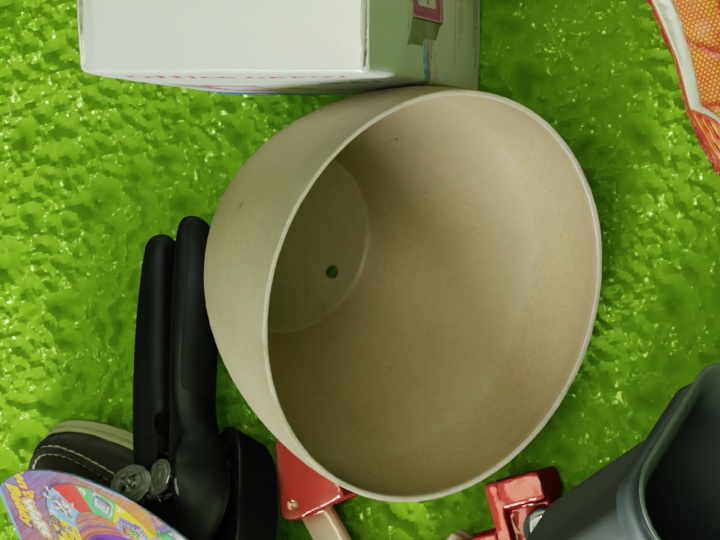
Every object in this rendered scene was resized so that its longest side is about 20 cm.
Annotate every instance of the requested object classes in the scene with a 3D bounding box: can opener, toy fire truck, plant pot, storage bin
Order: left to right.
[{"bbox_3d":[-0.093,0.065,1.423,0.063,0.079,0.200,-28,55,30],"label":"can opener"},{"bbox_3d":[0.000,0.000,1.369,0.134,0.200,0.201,19,97,53],"label":"plant pot"},{"bbox_3d":[0.047,0.161,1.409,0.141,0.049,0.200,-17,86,17],"label":"toy fire truck"},{"bbox_3d":[0.162,0.172,1.300,0.200,0.146,0.134,48,133,-8],"label":"storage bin"}]

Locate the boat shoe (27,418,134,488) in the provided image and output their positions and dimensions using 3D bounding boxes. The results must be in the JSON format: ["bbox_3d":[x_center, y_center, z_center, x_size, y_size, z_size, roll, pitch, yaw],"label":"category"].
[{"bbox_3d":[-0.100,0.148,1.433,0.200,0.065,0.073,31,130,21],"label":"boat shoe"}]

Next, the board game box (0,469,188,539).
[{"bbox_3d":[-0.120,0.186,1.396,0.158,0.200,0.039,19,51,32],"label":"board game box"}]

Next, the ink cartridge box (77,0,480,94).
[{"bbox_3d":[-0.035,-0.130,1.356,0.144,0.200,0.085,1,90,18],"label":"ink cartridge box"}]

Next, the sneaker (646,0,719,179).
[{"bbox_3d":[0.190,-0.101,1.355,0.077,0.073,0.200,-20,87,6],"label":"sneaker"}]
